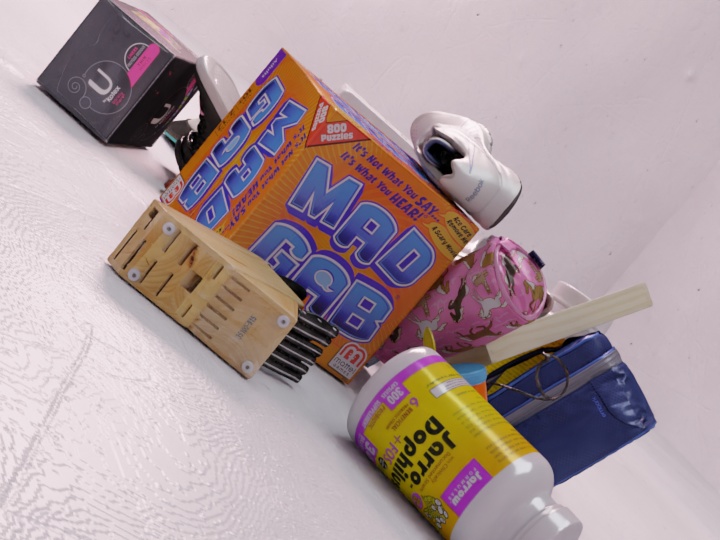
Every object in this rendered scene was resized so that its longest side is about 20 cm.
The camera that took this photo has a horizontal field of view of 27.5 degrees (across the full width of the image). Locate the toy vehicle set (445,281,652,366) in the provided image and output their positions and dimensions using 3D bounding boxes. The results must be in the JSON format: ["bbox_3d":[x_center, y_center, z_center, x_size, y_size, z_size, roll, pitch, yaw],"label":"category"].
[{"bbox_3d":[0.192,0.064,1.531,0.027,0.198,0.124,70,-22,5],"label":"toy vehicle set"}]

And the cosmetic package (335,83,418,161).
[{"bbox_3d":[-0.025,-0.122,1.982,0.164,0.200,0.165,39,6,-7],"label":"cosmetic package"}]

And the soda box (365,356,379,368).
[{"bbox_3d":[0.000,0.000,1.598,0.068,0.063,0.202,34,36,-40],"label":"soda box"}]

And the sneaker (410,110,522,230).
[{"bbox_3d":[0.090,-0.118,1.455,0.087,0.075,0.200,32,11,-30],"label":"sneaker"}]

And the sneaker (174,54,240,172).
[{"bbox_3d":[-0.176,-0.156,1.675,0.201,0.098,0.071,66,16,-48],"label":"sneaker"}]

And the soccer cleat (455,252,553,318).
[{"bbox_3d":[0.107,0.011,1.530,0.197,0.070,0.078,12,-4,-11],"label":"soccer cleat"}]

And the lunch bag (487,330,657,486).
[{"bbox_3d":[0.189,0.149,1.507,0.133,0.199,0.136,60,8,9],"label":"lunch bag"}]

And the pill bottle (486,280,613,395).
[{"bbox_3d":[0.197,0.115,1.662,0.109,0.201,0.109,37,-2,1],"label":"pill bottle"}]

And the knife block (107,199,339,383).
[{"bbox_3d":[-0.107,0.017,1.227,0.199,0.064,0.176,39,6,-10],"label":"knife block"}]

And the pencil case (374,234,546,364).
[{"bbox_3d":[0.088,0.035,1.438,0.083,0.199,0.087,39,48,-25],"label":"pencil case"}]

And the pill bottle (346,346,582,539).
[{"bbox_3d":[0.086,0.162,1.199,0.200,0.105,0.104,44,7,27],"label":"pill bottle"}]

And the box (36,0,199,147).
[{"bbox_3d":[-0.255,-0.216,1.627,0.106,0.123,0.200,40,7,2],"label":"box"}]

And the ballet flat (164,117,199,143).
[{"bbox_3d":[-0.183,-0.152,1.855,0.068,0.069,0.200,33,10,-43],"label":"ballet flat"}]

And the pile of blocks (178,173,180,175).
[{"bbox_3d":[-0.113,-0.077,1.583,0.198,0.063,0.082,2,33,-28],"label":"pile of blocks"}]

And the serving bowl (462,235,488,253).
[{"bbox_3d":[0.095,0.053,1.690,0.065,0.203,0.200,13,0,15],"label":"serving bowl"}]

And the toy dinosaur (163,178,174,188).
[{"bbox_3d":[-0.118,-0.041,1.648,0.182,0.105,0.200,50,41,6],"label":"toy dinosaur"}]

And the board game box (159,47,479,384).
[{"bbox_3d":[-0.046,-0.056,1.440,0.199,0.200,0.200,37,9,-29],"label":"board game box"}]

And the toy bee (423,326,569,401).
[{"bbox_3d":[0.085,0.127,1.400,0.198,0.133,0.108,14,-5,-36],"label":"toy bee"}]
